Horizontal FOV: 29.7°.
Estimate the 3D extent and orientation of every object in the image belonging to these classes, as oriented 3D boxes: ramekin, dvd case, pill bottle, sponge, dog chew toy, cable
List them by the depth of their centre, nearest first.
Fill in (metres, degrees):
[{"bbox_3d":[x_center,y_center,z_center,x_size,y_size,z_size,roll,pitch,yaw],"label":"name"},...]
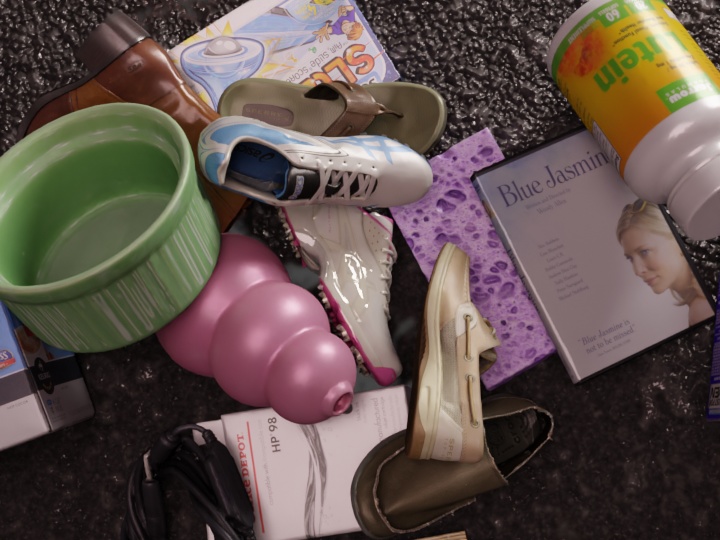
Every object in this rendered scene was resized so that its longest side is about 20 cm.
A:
[{"bbox_3d":[-0.209,-0.030,1.087,0.200,0.098,0.200,-12,46,13],"label":"ramekin"},{"bbox_3d":[0.245,-0.125,1.101,0.111,0.111,0.200,-31,61,3],"label":"pill bottle"},{"bbox_3d":[-0.082,0.054,1.123,0.200,0.125,0.125,36,89,32],"label":"dog chew toy"},{"bbox_3d":[-0.142,0.236,1.134,0.163,0.051,0.200,-36,72,41],"label":"cable"},{"bbox_3d":[0.199,-0.021,1.152,0.143,0.018,0.200,-24,81,-12],"label":"dvd case"},{"bbox_3d":[0.110,-0.010,1.176,0.112,0.030,0.200,-29,81,4],"label":"sponge"}]

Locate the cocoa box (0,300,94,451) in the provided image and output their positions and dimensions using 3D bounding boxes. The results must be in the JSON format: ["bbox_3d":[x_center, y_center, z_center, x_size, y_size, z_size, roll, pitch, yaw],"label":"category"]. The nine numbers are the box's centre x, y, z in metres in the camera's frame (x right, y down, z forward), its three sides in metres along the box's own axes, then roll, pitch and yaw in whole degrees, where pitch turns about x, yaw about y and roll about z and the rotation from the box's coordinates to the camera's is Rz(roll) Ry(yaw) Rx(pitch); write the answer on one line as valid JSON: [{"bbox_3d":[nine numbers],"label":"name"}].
[{"bbox_3d":[-0.356,0.103,1.166,0.200,0.133,0.131,-20,88,6],"label":"cocoa box"}]

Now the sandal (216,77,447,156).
[{"bbox_3d":[-0.027,-0.127,1.157,0.201,0.057,0.080,3,84,8],"label":"sandal"}]

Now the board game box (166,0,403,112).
[{"bbox_3d":[-0.081,-0.172,1.215,0.200,0.034,0.135,-32,82,3],"label":"board game box"}]

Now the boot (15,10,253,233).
[{"bbox_3d":[-0.191,-0.097,1.198,0.200,0.068,0.188,46,112,0],"label":"boot"}]

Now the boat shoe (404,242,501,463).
[{"bbox_3d":[0.078,0.066,1.096,0.065,0.072,0.200,9,51,0],"label":"boat shoe"}]

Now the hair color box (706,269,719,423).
[{"bbox_3d":[0.352,0.031,1.116,0.109,0.065,0.200,6,84,1],"label":"hair color box"}]

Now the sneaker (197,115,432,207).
[{"bbox_3d":[-0.035,-0.077,1.109,0.200,0.072,0.072,7,128,-18],"label":"sneaker"}]

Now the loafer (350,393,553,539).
[{"bbox_3d":[0.078,0.150,1.094,0.200,0.070,0.075,-29,95,-32],"label":"loafer"}]

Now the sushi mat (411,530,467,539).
[{"bbox_3d":[0.005,0.286,1.165,0.200,0.012,0.096,-11,83,6],"label":"sushi mat"}]

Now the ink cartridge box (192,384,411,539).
[{"bbox_3d":[-0.048,0.170,1.158,0.200,0.067,0.116,-10,84,6],"label":"ink cartridge box"}]

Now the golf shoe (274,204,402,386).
[{"bbox_3d":[0.000,0.000,1.162,0.091,0.075,0.200,-24,73,-6],"label":"golf shoe"}]
